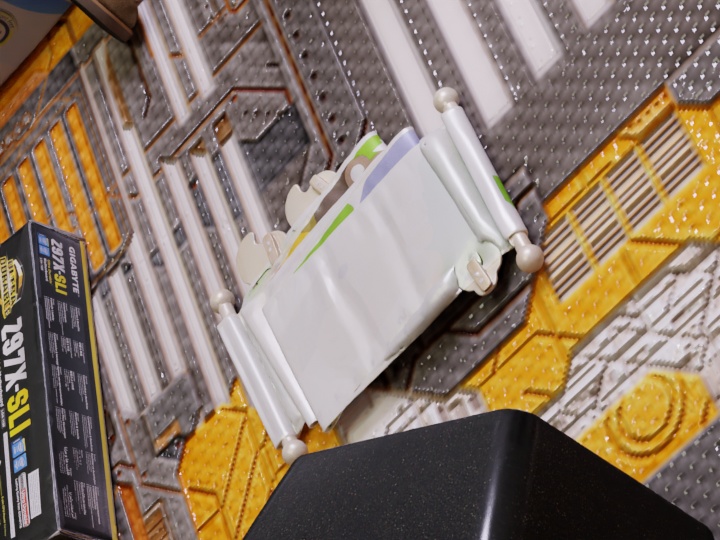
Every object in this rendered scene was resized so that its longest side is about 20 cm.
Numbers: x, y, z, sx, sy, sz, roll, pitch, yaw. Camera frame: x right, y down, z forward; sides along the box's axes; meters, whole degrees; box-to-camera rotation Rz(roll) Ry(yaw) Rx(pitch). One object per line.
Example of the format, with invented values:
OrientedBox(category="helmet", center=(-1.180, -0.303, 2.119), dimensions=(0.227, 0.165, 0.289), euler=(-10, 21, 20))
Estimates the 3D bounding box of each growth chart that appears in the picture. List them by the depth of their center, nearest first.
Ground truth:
OrientedBox(category="growth chart", center=(0.000, 0.000, 1.244), dimensions=(0.200, 0.018, 0.145), euler=(-43, 47, 28))

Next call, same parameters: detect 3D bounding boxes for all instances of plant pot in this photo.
OrientedBox(category="plant pot", center=(0.045, 0.170, 1.006), dimensions=(0.199, 0.199, 0.179), euler=(-16, 53, 43))

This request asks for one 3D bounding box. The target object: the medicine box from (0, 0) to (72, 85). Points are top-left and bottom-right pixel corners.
OrientedBox(category="medicine box", center=(-0.294, -0.227, 1.529), dimensions=(0.103, 0.181, 0.201), euler=(-44, 47, 27))

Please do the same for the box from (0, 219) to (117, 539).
OrientedBox(category="box", center=(-0.213, 0.096, 1.414), dimensions=(0.159, 0.049, 0.201), euler=(-32, 53, 32))

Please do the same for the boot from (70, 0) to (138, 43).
OrientedBox(category="boot", center=(-0.182, -0.223, 1.463), dimensions=(0.075, 0.074, 0.200), euler=(-37, 76, -2))
